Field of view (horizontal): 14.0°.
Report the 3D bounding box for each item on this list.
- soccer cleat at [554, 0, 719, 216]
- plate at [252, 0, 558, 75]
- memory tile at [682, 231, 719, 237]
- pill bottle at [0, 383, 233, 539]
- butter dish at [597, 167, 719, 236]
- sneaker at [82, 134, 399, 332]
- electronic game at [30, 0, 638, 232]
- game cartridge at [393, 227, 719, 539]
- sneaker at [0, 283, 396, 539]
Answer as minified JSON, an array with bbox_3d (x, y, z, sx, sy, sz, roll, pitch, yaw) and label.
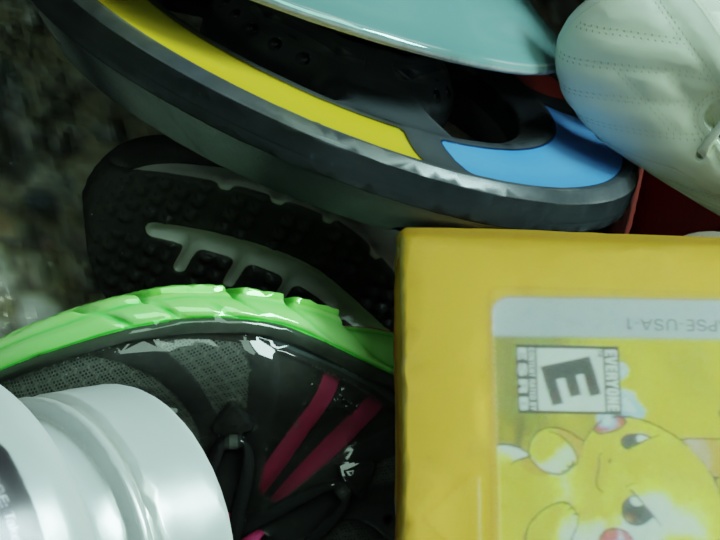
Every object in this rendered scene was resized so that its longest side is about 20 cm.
[{"bbox_3d":[0.147,-0.022,0.856,0.199,0.069,0.078,26,38,-10],"label":"soccer cleat"},{"bbox_3d":[-0.026,-0.110,0.887,0.200,0.026,0.200,21,16,-6],"label":"plate"},{"bbox_3d":[0.181,0.050,0.862,0.199,0.017,0.153,13,33,2],"label":"memory tile"},{"bbox_3d":[-0.131,0.081,0.687,0.200,0.111,0.112,-9,67,-42],"label":"pill bottle"},{"bbox_3d":[0.171,-0.085,0.961,0.147,0.200,0.200,19,43,12],"label":"butter dish"},{"bbox_3d":[0.000,0.000,0.891,0.200,0.074,0.080,21,35,-32],"label":"sneaker"},{"bbox_3d":[-0.009,-0.063,0.877,0.199,0.042,0.200,21,18,-7],"label":"electronic game"},{"bbox_3d":[0.108,0.072,0.774,0.199,0.032,0.177,0,65,-1],"label":"game cartridge"},{"bbox_3d":[-0.023,0.056,0.816,0.199,0.077,0.084,10,66,-22],"label":"sneaker"}]
